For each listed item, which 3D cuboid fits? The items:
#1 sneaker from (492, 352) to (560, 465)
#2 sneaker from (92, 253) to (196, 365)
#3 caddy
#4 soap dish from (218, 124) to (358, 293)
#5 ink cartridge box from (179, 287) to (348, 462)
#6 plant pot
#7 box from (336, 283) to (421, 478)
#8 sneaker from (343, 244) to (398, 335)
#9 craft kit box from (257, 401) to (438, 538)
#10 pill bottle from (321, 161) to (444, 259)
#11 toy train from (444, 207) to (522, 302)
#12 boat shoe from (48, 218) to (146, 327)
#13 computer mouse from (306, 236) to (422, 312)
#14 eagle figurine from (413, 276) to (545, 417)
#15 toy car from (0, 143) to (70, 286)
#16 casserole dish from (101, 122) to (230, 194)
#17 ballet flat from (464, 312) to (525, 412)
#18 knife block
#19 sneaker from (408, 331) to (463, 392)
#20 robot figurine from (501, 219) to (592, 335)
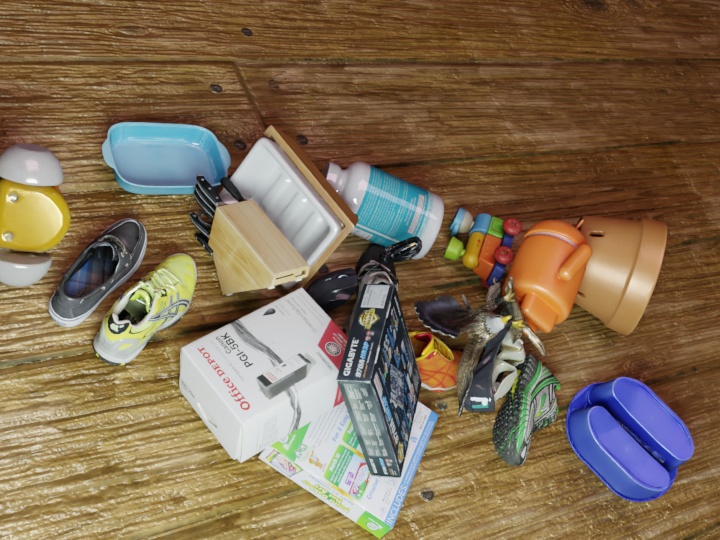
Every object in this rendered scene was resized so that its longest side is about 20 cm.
[{"bbox_3d":[0.260,0.214,1.424,0.085,0.078,0.201,33,46,-4],"label":"sneaker"},{"bbox_3d":[-0.272,0.041,1.249,0.075,0.077,0.201,33,45,-1],"label":"sneaker"},{"bbox_3d":[0.412,0.261,1.463,0.141,0.105,0.200,-42,81,-19],"label":"caddy"},{"bbox_3d":[-0.106,-0.089,1.398,0.201,0.158,0.081,50,31,13],"label":"soap dish"},{"bbox_3d":[-0.116,0.131,1.228,0.198,0.084,0.147,-27,57,-32],"label":"ink cartridge box"},{"bbox_3d":[0.424,-0.008,1.624,0.138,0.202,0.201,19,46,6],"label":"plant pot"},{"bbox_3d":[0.029,0.143,1.216,0.045,0.202,0.160,0,45,18],"label":"box"},{"bbox_3d":[0.030,0.027,1.429,0.073,0.089,0.202,21,47,-12],"label":"sneaker"},{"bbox_3d":[-0.011,0.224,1.284,0.196,0.049,0.201,36,46,-5],"label":"craft kit box"},{"bbox_3d":[0.026,-0.102,1.506,0.198,0.111,0.112,23,48,-14],"label":"pill bottle"},{"bbox_3d":[0.189,-0.017,1.564,0.114,0.085,0.201,22,49,2],"label":"toy train"},{"bbox_3d":[-0.343,-0.012,1.254,0.070,0.066,0.201,36,46,-1],"label":"boat shoe"},{"bbox_3d":[0.000,0.000,1.384,0.034,0.198,0.059,57,3,-32],"label":"computer mouse"},{"bbox_3d":[0.162,0.092,1.360,0.199,0.152,0.152,-31,58,-29],"label":"eagle figurine"},{"bbox_3d":[-0.471,-0.087,1.194,0.197,0.178,0.150,8,18,-24],"label":"toy car"},{"bbox_3d":[-0.292,-0.163,1.419,0.197,0.039,0.122,-3,58,-33],"label":"casserole dish"},{"bbox_3d":[0.215,0.142,1.456,0.073,0.073,0.201,35,49,-1],"label":"ballet flat"},{"bbox_3d":[-0.166,-0.060,1.326,0.063,0.199,0.178,-16,95,-37],"label":"knife block"},{"bbox_3d":[0.102,0.129,1.387,0.198,0.077,0.074,11,44,-43],"label":"sneaker"},{"bbox_3d":[0.298,0.004,1.506,0.115,0.145,0.202,19,62,14],"label":"robot figurine"}]
